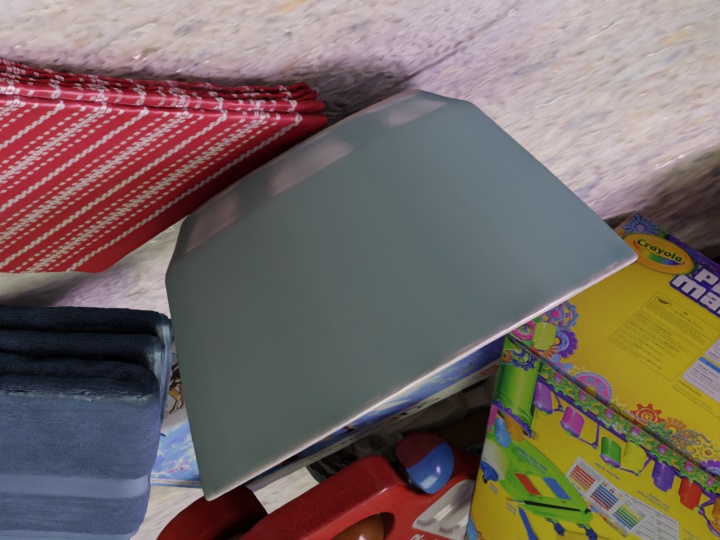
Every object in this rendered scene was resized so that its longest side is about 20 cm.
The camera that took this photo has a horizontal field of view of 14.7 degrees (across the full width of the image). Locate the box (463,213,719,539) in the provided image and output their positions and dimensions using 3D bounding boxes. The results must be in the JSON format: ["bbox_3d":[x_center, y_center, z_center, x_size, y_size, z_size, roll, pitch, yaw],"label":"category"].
[{"bbox_3d":[0.174,0.115,1.459,0.122,0.200,0.193,-40,153,-35],"label":"box"}]

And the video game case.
[{"bbox_3d":[-0.035,0.058,1.435,0.181,0.046,0.200,-28,163,20],"label":"video game case"}]

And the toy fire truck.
[{"bbox_3d":[-0.005,0.151,1.521,0.168,0.112,0.200,-42,155,8],"label":"toy fire truck"}]

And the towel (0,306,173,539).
[{"bbox_3d":[-0.147,0.074,1.279,0.111,0.049,0.200,3,155,-8],"label":"towel"}]

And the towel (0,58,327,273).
[{"bbox_3d":[-0.121,-0.036,1.042,0.144,0.023,0.199,-32,161,33],"label":"towel"}]

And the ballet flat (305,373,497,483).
[{"bbox_3d":[0.062,0.075,1.579,0.199,0.075,0.074,-21,165,-7],"label":"ballet flat"}]

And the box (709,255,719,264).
[{"bbox_3d":[0.279,0.073,1.601,0.160,0.201,0.049,-18,160,-27],"label":"box"}]

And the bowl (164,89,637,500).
[{"bbox_3d":[0.000,0.000,1.122,0.200,0.105,0.201,-30,177,-1],"label":"bowl"}]
